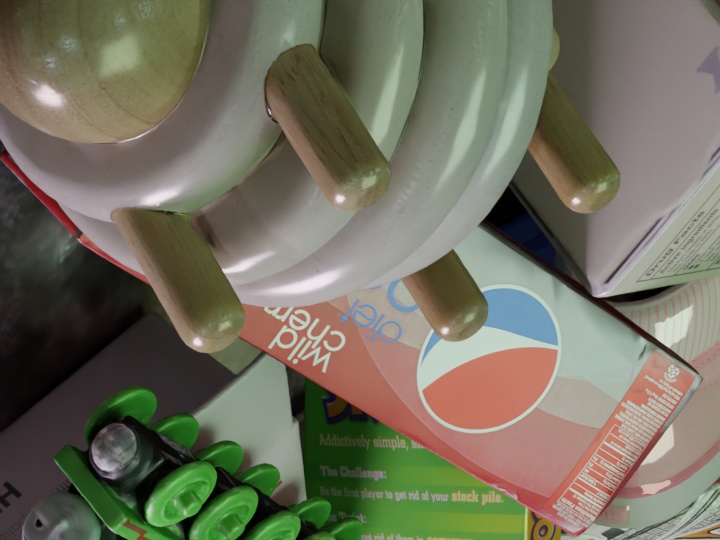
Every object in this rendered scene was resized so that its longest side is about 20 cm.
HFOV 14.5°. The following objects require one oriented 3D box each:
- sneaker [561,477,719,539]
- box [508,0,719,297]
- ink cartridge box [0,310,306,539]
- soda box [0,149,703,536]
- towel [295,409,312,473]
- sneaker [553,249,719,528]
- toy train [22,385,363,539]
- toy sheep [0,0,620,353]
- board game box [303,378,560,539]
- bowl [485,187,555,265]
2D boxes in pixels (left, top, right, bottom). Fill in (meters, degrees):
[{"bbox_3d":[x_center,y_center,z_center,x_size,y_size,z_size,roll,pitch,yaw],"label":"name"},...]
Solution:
[{"bbox_3d":[0.126,0.085,1.048,0.199,0.078,0.082,-19,113,-12],"label":"sneaker"},{"bbox_3d":[0.133,-0.057,0.858,0.200,0.078,0.095,-7,143,-50],"label":"box"},{"bbox_3d":[-0.077,0.096,0.883,0.116,0.067,0.200,-40,150,-25],"label":"ink cartridge box"},{"bbox_3d":[0.000,0.000,0.799,0.200,0.070,0.063,33,94,-32],"label":"soda box"},{"bbox_3d":[0.036,0.062,1.065,0.200,0.034,0.133,-32,145,-35],"label":"towel"},{"bbox_3d":[0.128,-0.003,1.000,0.200,0.075,0.105,-42,136,-44],"label":"sneaker"},{"bbox_3d":[-0.040,0.083,0.814,0.056,0.042,0.200,-44,153,4],"label":"toy train"},{"bbox_3d":[-0.014,-0.052,0.656,0.200,0.138,0.138,4,118,-55],"label":"toy sheep"},{"bbox_3d":[0.022,0.087,0.939,0.030,0.095,0.201,-23,121,-45],"label":"board game box"},{"bbox_3d":[0.079,-0.075,0.965,0.201,0.039,0.201,-39,149,-28],"label":"bowl"}]
